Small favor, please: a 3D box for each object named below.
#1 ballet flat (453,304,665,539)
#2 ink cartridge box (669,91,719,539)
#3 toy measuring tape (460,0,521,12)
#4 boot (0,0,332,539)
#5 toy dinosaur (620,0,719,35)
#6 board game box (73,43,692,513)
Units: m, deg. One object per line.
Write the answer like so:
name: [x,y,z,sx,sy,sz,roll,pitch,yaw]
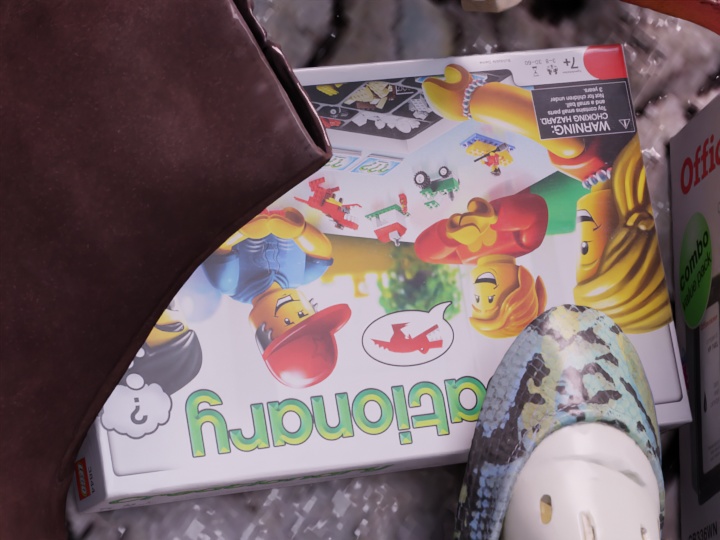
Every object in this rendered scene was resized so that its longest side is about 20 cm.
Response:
ballet flat: [0.061,0.110,0.877,0.074,0.074,0.202,11,86,-18]
ink cartridge box: [0.187,0.036,0.913,0.145,0.147,0.202,3,75,-11]
toy measuring tape: [-0.026,-0.137,0.864,0.199,0.073,0.074,18,70,-33]
boot: [-0.079,0.010,0.826,0.166,0.072,0.201,-30,80,16]
toy dinosaur: [0.027,-0.122,0.927,0.180,0.105,0.201,-19,91,3]
board game box: [0.000,0.000,0.920,0.199,0.035,0.127,-7,80,-22]
